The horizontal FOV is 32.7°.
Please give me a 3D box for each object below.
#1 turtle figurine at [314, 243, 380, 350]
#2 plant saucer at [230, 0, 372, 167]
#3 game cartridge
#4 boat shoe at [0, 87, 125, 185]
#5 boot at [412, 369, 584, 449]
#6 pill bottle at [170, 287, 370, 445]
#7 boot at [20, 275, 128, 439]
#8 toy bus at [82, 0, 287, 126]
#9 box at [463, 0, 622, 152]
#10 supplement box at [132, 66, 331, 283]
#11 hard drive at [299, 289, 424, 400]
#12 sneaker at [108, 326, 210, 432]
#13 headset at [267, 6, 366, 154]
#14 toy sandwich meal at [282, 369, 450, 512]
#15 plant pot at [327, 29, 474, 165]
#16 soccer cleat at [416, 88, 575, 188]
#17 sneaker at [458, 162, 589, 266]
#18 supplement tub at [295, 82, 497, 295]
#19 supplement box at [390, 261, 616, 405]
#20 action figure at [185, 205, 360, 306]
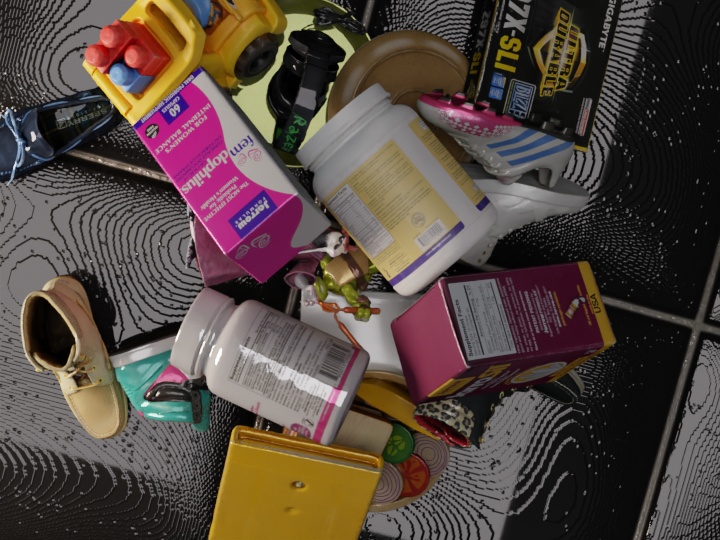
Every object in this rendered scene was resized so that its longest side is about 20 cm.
[{"bbox_3d":[0.000,0.000,1.440,0.161,0.065,0.200,-32,59,-8],"label":"turtle figurine"},{"bbox_3d":[-0.075,-0.223,1.446,0.198,0.031,0.202,0,96,-5],"label":"plant saucer"},{"bbox_3d":[-0.079,0.268,1.430,0.175,0.033,0.201,13,134,-5],"label":"game cartridge"},{"bbox_3d":[-0.368,-0.165,1.409,0.199,0.069,0.085,-30,96,-1],"label":"boat shoe"},{"bbox_3d":[0.159,0.148,1.434,0.203,0.073,0.155,32,62,-17],"label":"boot"},{"bbox_3d":[-0.099,0.102,1.349,0.199,0.113,0.114,24,93,4],"label":"pill bottle"},{"bbox_3d":[-0.324,0.109,1.391,0.072,0.155,0.202,-16,96,-3],"label":"boot"},{"bbox_3d":[-0.205,-0.249,1.333,0.200,0.192,0.136,-44,76,17],"label":"toy bus"},{"bbox_3d":[0.213,-0.255,1.440,0.158,0.049,0.202,12,94,-17],"label":"box"},{"bbox_3d":[-0.136,-0.101,1.298,0.101,0.103,0.200,-40,65,3],"label":"supplement box"},{"bbox_3d":[0.024,0.092,1.481,0.198,0.027,0.133,4,94,-5],"label":"hard drive"},{"bbox_3d":[-0.183,0.124,1.439,0.198,0.084,0.122,-16,97,-4],"label":"sneaker"},{"bbox_3d":[-0.047,-0.216,1.363,0.093,0.124,0.201,17,55,-12],"label":"headset"},{"bbox_3d":[0.009,0.208,1.448,0.203,0.070,0.207,0,107,1],"label":"toy sandwich meal"},{"bbox_3d":[0.061,-0.181,1.441,0.198,0.027,0.202,-2,98,-17],"label":"plant pot"},{"bbox_3d":[0.149,-0.142,1.378,0.198,0.070,0.087,12,108,-20],"label":"soccer cleat"},{"bbox_3d":[0.169,-0.061,1.466,0.198,0.074,0.116,5,114,-15],"label":"sneaker"},{"bbox_3d":[0.038,-0.089,1.346,0.145,0.145,0.200,-40,91,0],"label":"supplement tub"},{"bbox_3d":[0.155,0.068,1.339,0.199,0.131,0.104,-6,70,-28],"label":"supplement box"},{"bbox_3d":[-0.099,-0.027,1.401,0.198,0.149,0.135,1,89,-8],"label":"action figure"}]
